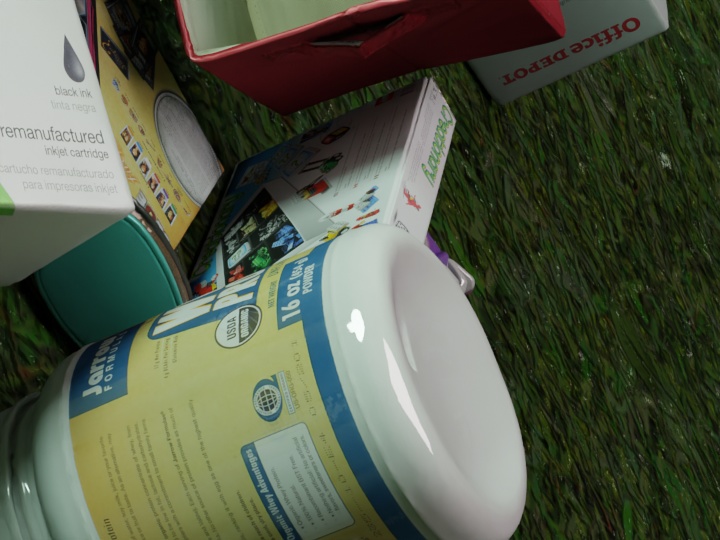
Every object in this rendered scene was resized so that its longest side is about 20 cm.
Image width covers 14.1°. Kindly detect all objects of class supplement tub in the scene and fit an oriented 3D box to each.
[{"bbox_3d":[-0.047,0.080,1.218,0.145,0.200,0.145,53,23,-34],"label":"supplement tub"}]

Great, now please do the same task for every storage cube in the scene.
[{"bbox_3d":[-0.005,-0.197,1.501,0.180,0.171,0.201,26,49,-75],"label":"storage cube"}]

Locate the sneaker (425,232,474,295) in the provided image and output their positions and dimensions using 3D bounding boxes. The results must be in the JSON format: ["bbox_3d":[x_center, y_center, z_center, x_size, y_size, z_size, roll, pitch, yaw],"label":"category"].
[{"bbox_3d":[0.000,0.000,1.632,0.089,0.080,0.200,60,14,1],"label":"sneaker"}]

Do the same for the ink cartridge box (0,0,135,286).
[{"bbox_3d":[-0.192,-0.101,1.166,0.145,0.084,0.200,1,67,-50],"label":"ink cartridge box"}]

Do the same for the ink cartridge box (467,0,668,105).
[{"bbox_3d":[0.114,-0.254,2.101,0.200,0.145,0.145,54,22,-33],"label":"ink cartridge box"}]

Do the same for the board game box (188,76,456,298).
[{"bbox_3d":[-0.022,-0.026,1.514,0.035,0.126,0.200,59,21,-20],"label":"board game box"}]

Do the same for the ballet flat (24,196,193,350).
[{"bbox_3d":[-0.137,-0.034,1.316,0.200,0.068,0.068,53,15,-35],"label":"ballet flat"}]

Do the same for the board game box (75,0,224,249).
[{"bbox_3d":[-0.142,-0.104,1.426,0.200,0.035,0.136,62,20,-15],"label":"board game box"}]
